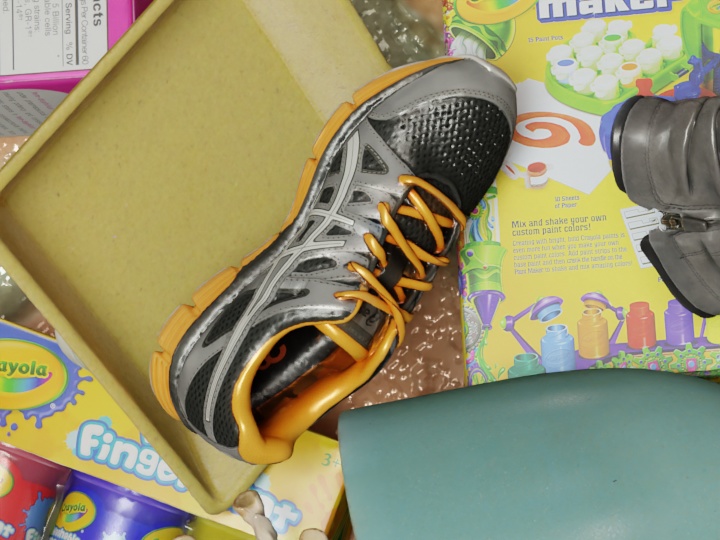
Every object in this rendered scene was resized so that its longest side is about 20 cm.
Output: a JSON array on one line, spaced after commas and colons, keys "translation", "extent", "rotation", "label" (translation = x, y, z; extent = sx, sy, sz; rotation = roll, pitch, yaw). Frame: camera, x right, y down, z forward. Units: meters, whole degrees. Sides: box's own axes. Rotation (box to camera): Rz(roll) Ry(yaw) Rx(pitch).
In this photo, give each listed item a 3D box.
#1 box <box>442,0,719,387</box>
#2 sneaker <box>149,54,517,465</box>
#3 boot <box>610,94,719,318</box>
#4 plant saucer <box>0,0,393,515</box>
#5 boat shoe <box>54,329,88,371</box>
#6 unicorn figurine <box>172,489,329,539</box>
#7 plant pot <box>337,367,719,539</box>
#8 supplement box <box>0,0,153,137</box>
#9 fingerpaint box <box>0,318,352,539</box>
[{"translation": [0.145, -0.040, 1.004], "extent": [0.199, 0.122, 0.194], "rotation": [-4, 81, 8], "label": "box"}, {"translation": [0.000, 0.000, 0.914], "extent": [0.200, 0.078, 0.077], "rotation": [-51, 34, 5], "label": "sneaker"}, {"translation": [0.190, 0.005, 0.886], "extent": [0.131, 0.070, 0.201], "rotation": [-11, 111, 45], "label": "boot"}, {"translation": [-0.064, -0.031, 0.971], "extent": [0.048, 0.200, 0.200], "rotation": [16, 59, 47], "label": "plant saucer"}, {"translation": [-0.079, -0.032, 1.045], "extent": [0.071, 0.070, 0.201], "rotation": [25, 59, 38], "label": "boat shoe"}, {"translation": [-0.017, 0.158, 0.925], "extent": [0.074, 0.200, 0.138], "rotation": [-29, 112, 3], "label": "unicorn figurine"}, {"translation": [0.096, 0.130, 0.898], "extent": [0.160, 0.201, 0.202], "rotation": [-17, 79, 4], "label": "plant pot"}, {"translation": [-0.193, -0.121, 1.075], "extent": [0.199, 0.101, 0.104], "rotation": [-2, 80, 7], "label": "supplement box"}, {"translation": [-0.115, 0.130, 1.039], "extent": [0.199, 0.073, 0.168], "rotation": [20, 85, 10], "label": "fingerpaint box"}]
